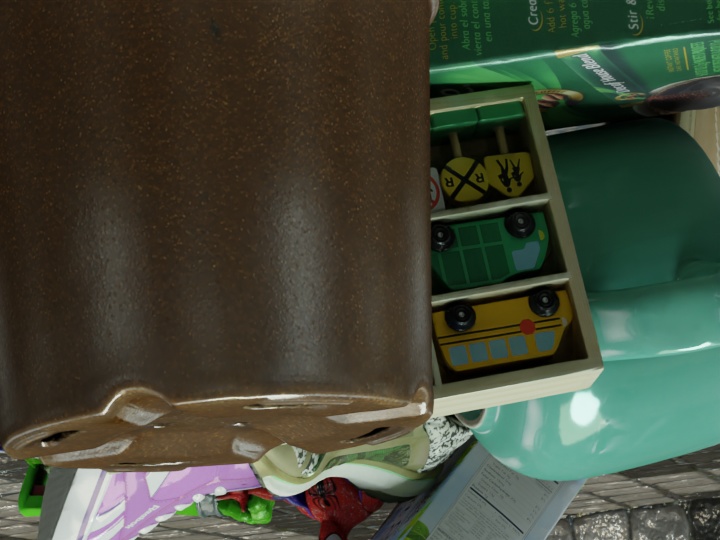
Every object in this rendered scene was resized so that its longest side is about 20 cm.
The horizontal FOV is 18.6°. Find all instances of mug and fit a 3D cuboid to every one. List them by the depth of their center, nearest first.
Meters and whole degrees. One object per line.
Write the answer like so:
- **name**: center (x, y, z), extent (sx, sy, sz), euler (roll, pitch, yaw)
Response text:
- **mug**: center (0.095, 0.008, 0.967), extent (0.113, 0.153, 0.185), euler (-12, 152, -15)

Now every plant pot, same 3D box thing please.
- **plant pot**: center (-0.055, -0.039, 0.769), extent (0.198, 0.200, 0.200), euler (-5, 167, -1)

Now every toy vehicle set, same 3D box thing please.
- **toy vehicle set**: center (-0.013, 0.001, 0.870), extent (0.198, 0.125, 0.027), euler (-10, 161, -12)

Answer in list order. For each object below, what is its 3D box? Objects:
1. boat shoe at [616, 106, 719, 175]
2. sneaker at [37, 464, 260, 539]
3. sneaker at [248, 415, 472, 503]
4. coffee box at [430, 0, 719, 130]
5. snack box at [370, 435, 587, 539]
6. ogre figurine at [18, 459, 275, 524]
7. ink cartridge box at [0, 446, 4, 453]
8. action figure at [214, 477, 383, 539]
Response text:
- **boat shoe**: center (0.164, -0.022, 1.064), extent (0.064, 0.072, 0.201), euler (-12, 126, -8)
- **sneaker**: center (-0.108, 0.118, 1.192), extent (0.113, 0.073, 0.201), euler (14, 136, -17)
- **sneaker**: center (0.003, 0.061, 1.085), extent (0.088, 0.077, 0.200), euler (-33, 159, 24)
- **coffee box**: center (0.062, -0.090, 0.936), extent (0.198, 0.044, 0.123), euler (-7, 169, 9)
- **snack box**: center (0.034, 0.169, 1.191), extent (0.200, 0.068, 0.169), euler (-50, 180, -40)
- **ogre figurine**: center (-0.145, 0.098, 1.283), extent (0.119, 0.099, 0.200), euler (-8, 166, 28)
- **ink cartridge box**: center (-0.246, 0.016, 1.047), extent (0.199, 0.041, 0.199), euler (33, -176, 24)
- **action figure**: center (-0.031, 0.070, 1.260), extent (0.065, 0.202, 0.099), euler (-13, 162, 32)
